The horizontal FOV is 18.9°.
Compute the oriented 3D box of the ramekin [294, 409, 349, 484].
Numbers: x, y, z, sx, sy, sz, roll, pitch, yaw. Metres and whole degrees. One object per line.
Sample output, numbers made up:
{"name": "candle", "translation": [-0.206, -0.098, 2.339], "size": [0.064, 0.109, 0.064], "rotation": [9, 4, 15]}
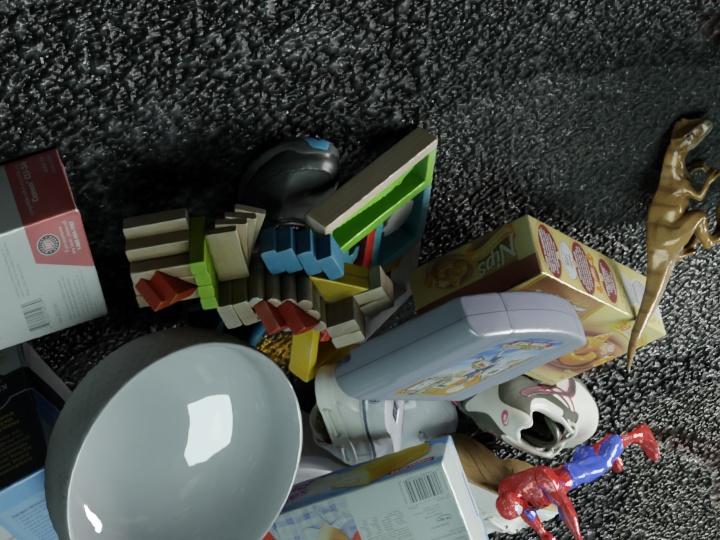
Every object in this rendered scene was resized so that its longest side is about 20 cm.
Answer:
{"name": "ramekin", "translation": [-0.097, 0.192, 1.780], "size": [0.201, 0.095, 0.203], "rotation": [-14, 140, -12]}

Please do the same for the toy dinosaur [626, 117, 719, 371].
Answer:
{"name": "toy dinosaur", "translation": [0.243, -0.025, 1.708], "size": [0.106, 0.060, 0.201], "rotation": [2, 101, -44]}

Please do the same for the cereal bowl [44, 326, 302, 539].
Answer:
{"name": "cereal bowl", "translation": [-0.144, 0.130, 1.550], "size": [0.199, 0.083, 0.201], "rotation": [-17, 120, -32]}

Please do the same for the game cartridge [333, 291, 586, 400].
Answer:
{"name": "game cartridge", "translation": [0.083, 0.056, 1.584], "size": [0.133, 0.042, 0.200], "rotation": [-22, 166, 27]}

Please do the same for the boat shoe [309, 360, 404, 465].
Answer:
{"name": "boat shoe", "translation": [-0.004, 0.118, 1.693], "size": [0.069, 0.071, 0.200], "rotation": [5, 161, 7]}

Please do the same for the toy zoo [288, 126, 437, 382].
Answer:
{"name": "toy zoo", "translation": [0.000, 0.000, 1.617], "size": [0.131, 0.020, 0.201], "rotation": [-39, 152, -35]}

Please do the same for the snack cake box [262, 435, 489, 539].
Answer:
{"name": "snack cake box", "translation": [-0.006, 0.216, 1.650], "size": [0.199, 0.067, 0.116], "rotation": [-18, 101, 12]}

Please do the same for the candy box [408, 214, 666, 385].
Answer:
{"name": "candy box", "translation": [0.142, 0.027, 1.703], "size": [0.115, 0.056, 0.200], "rotation": [-27, 150, 27]}

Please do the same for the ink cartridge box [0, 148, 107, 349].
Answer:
{"name": "ink cartridge box", "translation": [-0.287, 0.004, 1.495], "size": [0.199, 0.068, 0.117], "rotation": [-18, 140, -9]}

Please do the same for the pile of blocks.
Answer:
{"name": "pile of blocks", "translation": [-0.069, 0.008, 1.494], "size": [0.199, 0.062, 0.082], "rotation": [8, 134, -12]}

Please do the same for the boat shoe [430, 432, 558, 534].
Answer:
{"name": "boat shoe", "translation": [0.102, 0.194, 1.842], "size": [0.069, 0.071, 0.200], "rotation": [-41, 146, 15]}

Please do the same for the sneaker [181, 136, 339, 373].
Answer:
{"name": "sneaker", "translation": [-0.064, -0.009, 1.577], "size": [0.073, 0.082, 0.201], "rotation": [8, 130, -28]}

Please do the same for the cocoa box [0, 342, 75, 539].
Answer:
{"name": "cocoa box", "translation": [-0.299, 0.171, 1.627], "size": [0.199, 0.132, 0.134], "rotation": [-28, 141, 6]}

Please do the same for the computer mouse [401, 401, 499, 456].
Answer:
{"name": "computer mouse", "translation": [0.048, 0.135, 1.825], "size": [0.109, 0.044, 0.200], "rotation": [-25, 141, 4]}

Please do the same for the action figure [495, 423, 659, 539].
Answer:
{"name": "action figure", "translation": [0.183, 0.196, 1.800], "size": [0.065, 0.100, 0.199], "rotation": [-25, 171, 41]}

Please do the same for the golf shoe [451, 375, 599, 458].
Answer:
{"name": "golf shoe", "translation": [0.149, 0.129, 1.820], "size": [0.077, 0.088, 0.200], "rotation": [-52, 143, 14]}
